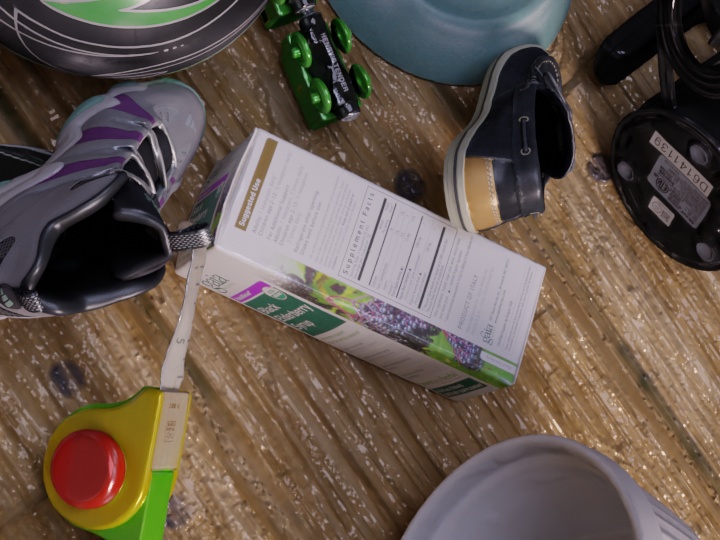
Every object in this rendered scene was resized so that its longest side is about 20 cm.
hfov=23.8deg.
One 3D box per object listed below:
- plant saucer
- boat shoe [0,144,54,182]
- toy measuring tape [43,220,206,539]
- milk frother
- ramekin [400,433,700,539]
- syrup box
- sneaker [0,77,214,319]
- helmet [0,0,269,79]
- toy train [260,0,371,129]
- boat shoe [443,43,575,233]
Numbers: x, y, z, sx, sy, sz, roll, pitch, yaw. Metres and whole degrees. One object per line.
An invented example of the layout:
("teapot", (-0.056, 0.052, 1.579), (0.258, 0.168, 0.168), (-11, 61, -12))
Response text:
("plant saucer", (0.061, -0.221, 1.110), (0.199, 0.036, 0.201), (6, 76, -22))
("boat shoe", (-0.230, -0.037, 0.921), (0.199, 0.064, 0.071), (-4, 79, -25))
("toy measuring tape", (-0.130, 0.069, 0.928), (0.073, 0.074, 0.201), (11, 87, -21))
("milk frother", (0.266, -0.132, 1.089), (0.188, 0.200, 0.181), (-34, 88, -27))
("ramekin", (0.110, 0.202, 0.944), (0.105, 0.200, 0.201), (29, 67, -35))
("syrup box", (0.000, 0.000, 1.006), (0.199, 0.079, 0.082), (24, 70, -17))
("sneaker", (-0.118, -0.033, 0.889), (0.200, 0.139, 0.078), (-46, 126, -33))
("helmet", (-0.135, -0.198, 0.934), (0.199, 0.200, 0.191), (28, 96, -15))
("toy train", (-0.048, -0.180, 1.040), (0.042, 0.056, 0.201), (-22, 87, -22))
("boat shoe", (0.102, -0.082, 1.037), (0.200, 0.062, 0.075), (-58, 140, -58))
